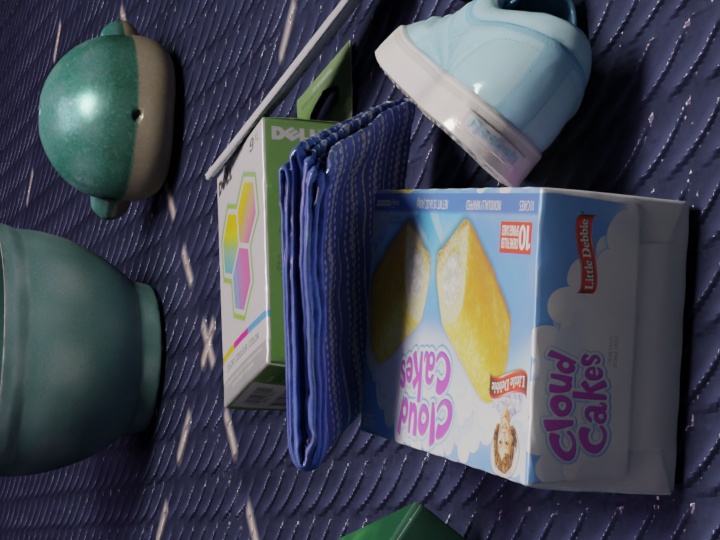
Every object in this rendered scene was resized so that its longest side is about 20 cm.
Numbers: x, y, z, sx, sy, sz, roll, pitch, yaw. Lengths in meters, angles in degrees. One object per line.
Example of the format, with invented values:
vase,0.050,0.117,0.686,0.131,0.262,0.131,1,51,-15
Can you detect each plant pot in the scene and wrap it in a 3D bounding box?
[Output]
plant pot,-0.233,0.067,1.628,0.200,0.133,0.202,-176,90,-71

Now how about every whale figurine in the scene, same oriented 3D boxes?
whale figurine,-0.212,-0.121,1.646,0.200,0.103,0.160,-170,84,-71

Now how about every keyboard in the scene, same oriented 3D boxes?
keyboard,-0.034,-0.118,1.176,0.200,0.011,0.056,-47,7,48

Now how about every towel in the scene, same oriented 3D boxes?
towel,0.000,0.000,0.977,0.200,0.024,0.146,-40,-49,-71

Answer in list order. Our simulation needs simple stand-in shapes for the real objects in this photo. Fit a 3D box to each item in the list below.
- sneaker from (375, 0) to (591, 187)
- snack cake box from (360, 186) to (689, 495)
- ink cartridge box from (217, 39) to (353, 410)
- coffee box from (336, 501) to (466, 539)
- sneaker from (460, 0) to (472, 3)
sneaker,0.064,-0.093,0.926,0.082,0.074,0.200,-47,18,5
snack cake box,0.064,0.025,0.877,0.200,0.067,0.116,-175,90,-71
ink cartridge box,-0.044,-0.027,1.208,0.104,0.059,0.201,137,134,-65
coffee box,-0.020,0.191,1.040,0.123,0.044,0.200,-54,6,-25
sneaker,0.059,-0.165,0.944,0.200,0.075,0.088,-137,38,-70
